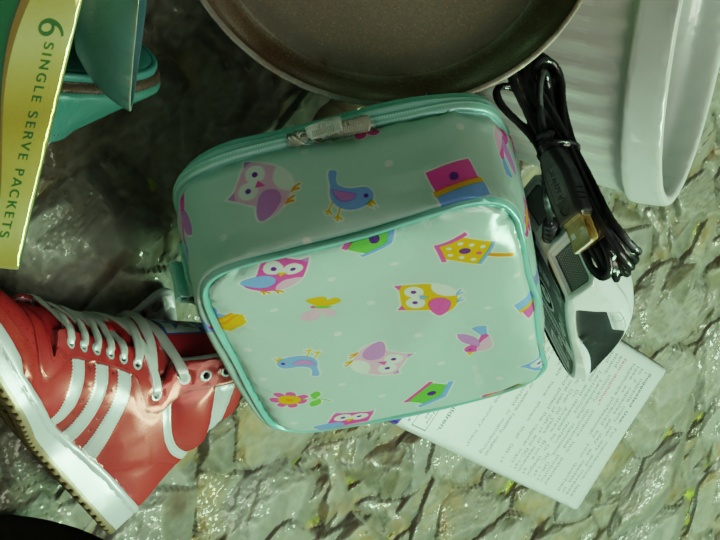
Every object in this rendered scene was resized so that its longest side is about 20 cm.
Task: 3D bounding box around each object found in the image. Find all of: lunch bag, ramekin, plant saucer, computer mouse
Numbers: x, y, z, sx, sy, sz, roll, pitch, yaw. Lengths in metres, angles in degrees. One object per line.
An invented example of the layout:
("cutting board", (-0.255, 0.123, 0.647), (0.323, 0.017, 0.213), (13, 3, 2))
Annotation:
("lunch bag", (0.000, 0.000, 0.988), (0.160, 0.077, 0.200), (-11, 150, 4))
("ramekin", (0.123, -0.138, 1.082), (0.200, 0.105, 0.201), (12, 90, -75))
("plant saucer", (0.011, -0.168, 0.976), (0.200, 0.200, 0.032), (-45, 179, -12))
("plant saucer", (-0.093, -0.165, 0.872), (0.027, 0.200, 0.200), (6, 117, -6))
("computer mouse", (0.105, -0.014, 1.037), (0.044, 0.110, 0.200), (-24, 155, -5))

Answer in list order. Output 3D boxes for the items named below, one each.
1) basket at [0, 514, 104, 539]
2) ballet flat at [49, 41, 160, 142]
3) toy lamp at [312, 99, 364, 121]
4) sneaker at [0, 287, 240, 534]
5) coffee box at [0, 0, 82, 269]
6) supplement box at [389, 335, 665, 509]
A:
("basket", (-0.181, 0.234, 1.064), (0.180, 0.136, 0.200), (-27, 132, -66))
("ballet flat", (-0.181, -0.073, 0.918), (0.200, 0.067, 0.071), (2, 119, -38))
("toy lamp", (0.003, -0.099, 1.082), (0.200, 0.058, 0.058), (-55, 139, 4))
("sneaker", (-0.125, 0.038, 1.035), (0.112, 0.071, 0.200), (-41, 145, -10))
("coffee box", (-0.206, -0.071, 0.764), (0.200, 0.044, 0.123), (8, 116, -23))
("supplement box", (0.065, 0.045, 1.198), (0.200, 0.101, 0.103), (28, 95, -49))
